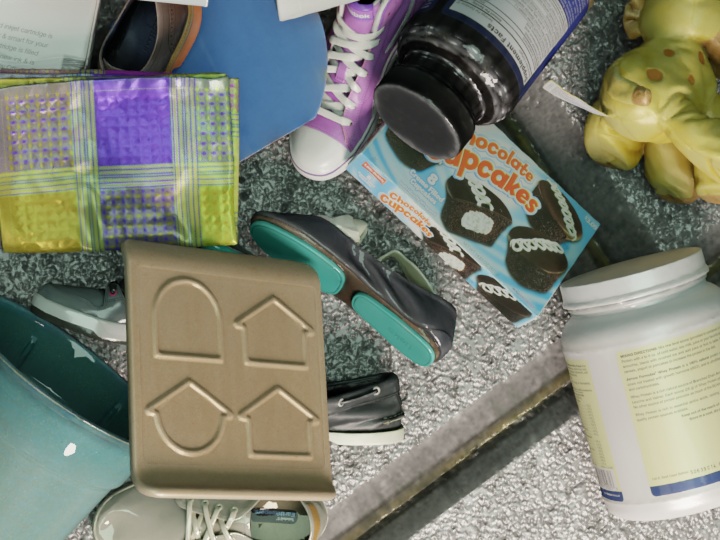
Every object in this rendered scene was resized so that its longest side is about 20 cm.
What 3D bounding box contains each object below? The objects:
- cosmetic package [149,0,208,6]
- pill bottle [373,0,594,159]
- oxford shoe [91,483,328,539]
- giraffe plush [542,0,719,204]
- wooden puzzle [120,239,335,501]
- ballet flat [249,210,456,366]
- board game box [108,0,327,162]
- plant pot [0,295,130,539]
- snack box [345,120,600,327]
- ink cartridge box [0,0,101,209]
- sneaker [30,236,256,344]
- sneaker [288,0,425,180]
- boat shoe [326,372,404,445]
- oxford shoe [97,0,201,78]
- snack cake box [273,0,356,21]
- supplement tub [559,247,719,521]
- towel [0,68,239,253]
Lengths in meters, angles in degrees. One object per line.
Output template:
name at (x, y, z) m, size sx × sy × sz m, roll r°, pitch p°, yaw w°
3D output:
cosmetic package at (-0.189, -0.269, 1.281) m, size 0.150 × 0.200 × 0.052 m, roll 6°, pitch 119°, yaw -8°
pill bottle at (0.100, -0.191, 1.335) m, size 0.112 × 0.112 × 0.200 m, roll 41°, pitch 69°, yaw -7°
oxford shoe at (-0.125, 0.208, 1.375) m, size 0.199 × 0.058 × 0.076 m, roll 0°, pitch 94°, yaw -5°
giraffe plush at (0.265, -0.169, 1.364) m, size 0.200 × 0.172 × 0.163 m, roll 33°, pitch 76°, yaw -24°
wooden puzzle at (-0.108, 0.082, 1.278) m, size 0.184 × 0.046 × 0.201 m, roll 8°, pitch 68°, yaw -39°
ballet flat at (0.000, 0.000, 1.384) m, size 0.200 × 0.073 × 0.073 m, roll 37°, pitch 88°, yaw -1°
board game box at (-0.113, -0.167, 1.362) m, size 0.199 × 0.039 × 0.159 m, roll -29°, pitch 84°, yaw 18°
plant pot at (-0.288, 0.152, 1.296) m, size 0.200 × 0.200 × 0.196 m, roll 37°, pitch 96°, yaw -7°
snack box at (0.096, -0.062, 1.379) m, size 0.200 × 0.037 × 0.116 m, roll 42°, pitch 59°, yaw -6°
ink cartridge box at (-0.294, -0.160, 1.328) m, size 0.146 × 0.083 × 0.201 m, roll 12°, pitch 91°, yaw -8°
sneaker at (-0.162, 0.002, 1.348) m, size 0.199 × 0.084 × 0.122 m, roll 11°, pitch 96°, yaw -15°
sneaker at (-0.012, -0.176, 1.341) m, size 0.072 × 0.114 × 0.201 m, roll 23°, pitch 86°, yaw 12°
boat shoe at (-0.057, 0.106, 1.368) m, size 0.198 × 0.075 × 0.067 m, roll 4°, pitch 98°, yaw -10°
oxford shoe at (-0.197, -0.143, 1.331) m, size 0.071 × 0.073 × 0.201 m, roll 24°, pitch 100°, yaw 17°
snack cake box at (-0.038, -0.303, 1.311) m, size 0.114 × 0.067 × 0.201 m, roll -15°, pitch 56°, yaw -7°
supplement tub at (0.250, 0.093, 1.372) m, size 0.144 × 0.145 × 0.201 m, roll -16°, pitch 94°, yaw -6°
towel at (-0.194, -0.085, 1.287) m, size 0.199 × 0.023 × 0.145 m, roll 0°, pitch 99°, yaw -6°
